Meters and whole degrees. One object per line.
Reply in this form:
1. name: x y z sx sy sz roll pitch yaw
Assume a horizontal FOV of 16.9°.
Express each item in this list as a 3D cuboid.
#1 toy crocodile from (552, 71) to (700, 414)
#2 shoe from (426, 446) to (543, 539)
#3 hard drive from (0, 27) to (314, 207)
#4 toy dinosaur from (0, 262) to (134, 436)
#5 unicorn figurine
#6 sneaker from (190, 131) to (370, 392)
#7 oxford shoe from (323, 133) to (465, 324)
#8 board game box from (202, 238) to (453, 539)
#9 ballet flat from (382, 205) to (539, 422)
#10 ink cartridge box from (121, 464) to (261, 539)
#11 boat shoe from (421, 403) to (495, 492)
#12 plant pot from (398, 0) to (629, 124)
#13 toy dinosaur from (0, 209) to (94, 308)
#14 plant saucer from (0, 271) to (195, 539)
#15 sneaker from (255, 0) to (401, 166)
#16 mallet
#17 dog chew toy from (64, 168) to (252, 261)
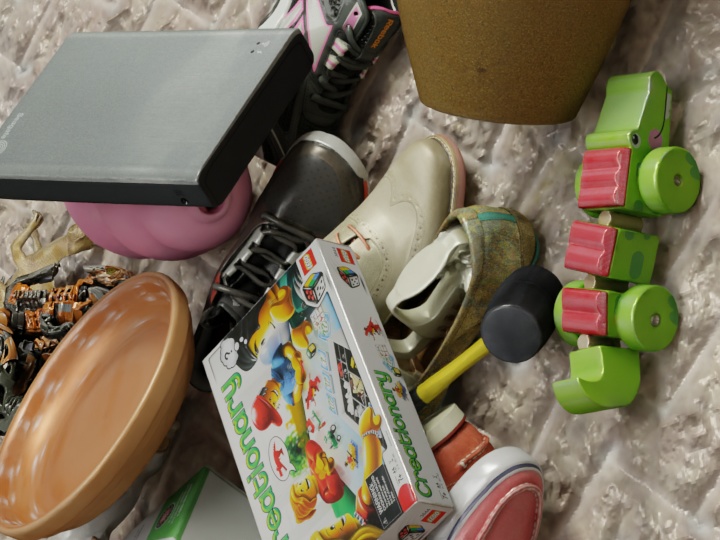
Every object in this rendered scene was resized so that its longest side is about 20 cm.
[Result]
1. toy crocodile: 0.145 -0.016 1.387 0.067 0.062 0.201 5 85 49
2. shoe: 0.076 0.208 1.414 0.091 0.071 0.201 43 119 44
3. hard drive: -0.143 -0.100 1.577 0.199 0.033 0.140 3 48 37
4. toy dinosaur: -0.247 0.071 1.784 0.200 0.102 0.136 -35 60 26
5. unicorn figurine: -0.188 0.160 1.690 0.074 0.200 0.137 51 168 2
6. sneaker: -0.057 0.004 1.584 0.077 0.082 0.200 31 117 12
7. oxford shoe: 0.000 0.000 1.541 0.071 0.074 0.200 46 116 44
8. board game box: -0.023 0.097 1.464 0.126 0.035 0.200 -47 48 30
9. ballet flat: 0.034 0.039 1.500 0.200 0.071 0.071 -56 45 25
10. ink cartridge box: -0.146 0.245 1.603 0.200 0.084 0.146 -43 16 36
11. boat shoe: 0.012 0.153 1.503 0.063 0.071 0.200 49 127 -5
12. plant pot: 0.090 -0.193 1.412 0.186 0.186 0.201 24 113 49
13. toy dinosaur: -0.263 0.028 1.853 0.101 0.058 0.200 44 114 44
14. plant saucer: -0.172 0.094 1.600 0.200 0.037 0.200 -42 26 26
15. sneaker: -0.017 -0.156 1.600 0.086 0.080 0.201 14 98 39
16. mallet: 0.041 0.073 1.449 0.200 0.066 0.041 -41 95 21
17. dog chew toy: -0.132 -0.063 1.648 0.200 0.124 0.125 23 100 67
